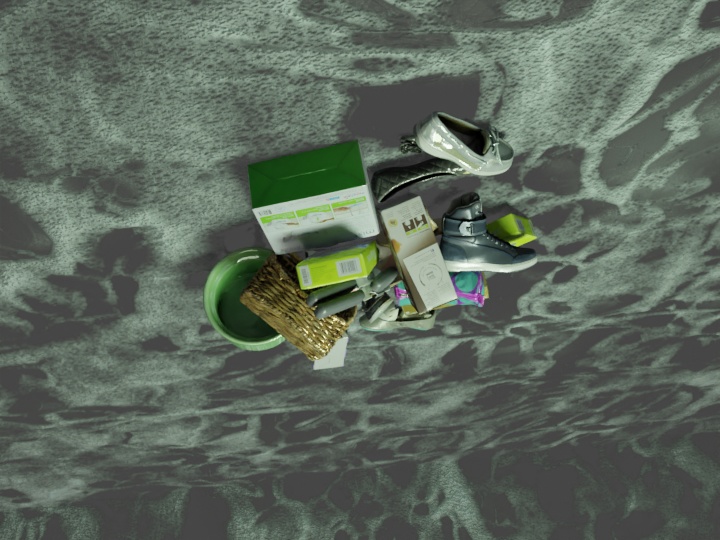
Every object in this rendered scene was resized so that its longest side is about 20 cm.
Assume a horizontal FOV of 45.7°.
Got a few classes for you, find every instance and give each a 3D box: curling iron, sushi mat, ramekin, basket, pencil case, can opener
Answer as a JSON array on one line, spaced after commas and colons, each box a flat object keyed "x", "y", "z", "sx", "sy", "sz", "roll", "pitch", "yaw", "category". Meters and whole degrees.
[{"x": 0.150, "y": -0.214, "z": 1.471, "sx": 0.198, "sy": 0.026, "sz": 0.049, "roll": 0, "pitch": 174, "yaw": -28, "category": "curling iron"}, {"x": 0.072, "y": 0.019, "z": 1.724, "sx": 0.095, "sy": 0.012, "sz": 0.199, "roll": -17, "pitch": -175, "yaw": 41, "category": "sushi mat"}, {"x": -0.210, "y": 0.063, "z": 1.710, "sx": 0.198, "sy": 0.202, "sz": 0.098, "roll": -7, "pitch": 161, "yaw": -5, "category": "ramekin"}, {"x": -0.104, "y": 0.048, "z": 1.592, "sx": 0.200, "sy": 0.149, "sz": 0.143, "roll": 40, "pitch": 162, "yaw": -3, "category": "basket"}, {"x": 0.170, "y": 0.039, "z": 1.857, "sx": 0.198, "sy": 0.093, "sz": 0.086, "roll": -1, "pitch": 116, "yaw": 9, "category": "pencil case"}, {"x": -0.010, "y": 0.029, "z": 1.548, "sx": 0.199, "sy": 0.054, "sz": 0.067, "roll": -20, "pitch": 158, "yaw": -46, "category": "can opener"}]

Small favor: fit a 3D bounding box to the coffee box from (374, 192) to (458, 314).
[{"x": 0.101, "y": -0.034, "z": 1.569, "sx": 0.079, "sy": 0.202, "sz": 0.114, "roll": -22, "pitch": -172, "yaw": -1, "category": "coffee box"}]

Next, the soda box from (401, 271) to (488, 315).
[{"x": 0.187, "y": 0.042, "z": 1.941, "sx": 0.198, "sy": 0.065, "sz": 0.068, "roll": -13, "pitch": 154, "yaw": 7, "category": "soda box"}]

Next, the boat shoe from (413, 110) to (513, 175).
[{"x": 0.183, "y": -0.215, "z": 1.425, "sx": 0.200, "sy": 0.075, "sz": 0.065, "roll": 16, "pitch": 149, "yaw": -29, "category": "boat shoe"}]

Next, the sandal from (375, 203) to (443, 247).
[{"x": 0.127, "y": -0.100, "z": 1.664, "sx": 0.209, "sy": 0.078, "sz": 0.070, "roll": -7, "pitch": 122, "yaw": -21, "category": "sandal"}]

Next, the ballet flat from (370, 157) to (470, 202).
[{"x": 0.116, "y": -0.164, "z": 1.508, "sx": 0.198, "sy": 0.057, "sz": 0.066, "roll": -11, "pitch": 171, "yaw": 9, "category": "ballet flat"}]

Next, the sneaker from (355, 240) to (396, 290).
[{"x": 0.000, "y": 0.000, "z": 1.765, "sx": 0.200, "sy": 0.076, "sz": 0.104, "roll": -39, "pitch": 157, "yaw": 32, "category": "sneaker"}]

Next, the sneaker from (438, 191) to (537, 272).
[{"x": 0.249, "y": -0.074, "z": 1.634, "sx": 0.200, "sy": 0.148, "sz": 0.077, "roll": 0, "pitch": -164, "yaw": -10, "category": "sneaker"}]

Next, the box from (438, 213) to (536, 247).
[{"x": 0.250, "y": -0.054, "z": 1.763, "sx": 0.199, "sy": 0.048, "sz": 0.122, "roll": -25, "pitch": 166, "yaw": 26, "category": "box"}]

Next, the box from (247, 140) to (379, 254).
[{"x": -0.078, "y": -0.120, "z": 1.494, "sx": 0.198, "sy": 0.098, "sz": 0.177, "roll": -12, "pitch": 154, "yaw": 5, "category": "box"}]

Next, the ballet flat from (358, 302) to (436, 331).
[{"x": 0.091, "y": 0.106, "z": 2.055, "sx": 0.198, "sy": 0.068, "sz": 0.064, "roll": 2, "pitch": 124, "yaw": -24, "category": "ballet flat"}]

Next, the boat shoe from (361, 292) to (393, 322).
[{"x": 0.029, "y": 0.068, "z": 1.859, "sx": 0.076, "sy": 0.060, "sz": 0.200, "roll": -43, "pitch": 179, "yaw": -3, "category": "boat shoe"}]

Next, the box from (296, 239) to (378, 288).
[{"x": -0.036, "y": -0.014, "z": 1.556, "sx": 0.121, "sy": 0.048, "sz": 0.200, "roll": -12, "pitch": -172, "yaw": 10, "category": "box"}]

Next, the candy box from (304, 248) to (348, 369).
[{"x": -0.074, "y": 0.081, "z": 1.775, "sx": 0.071, "sy": 0.202, "sz": 0.168, "roll": -5, "pitch": 154, "yaw": -7, "category": "candy box"}]
